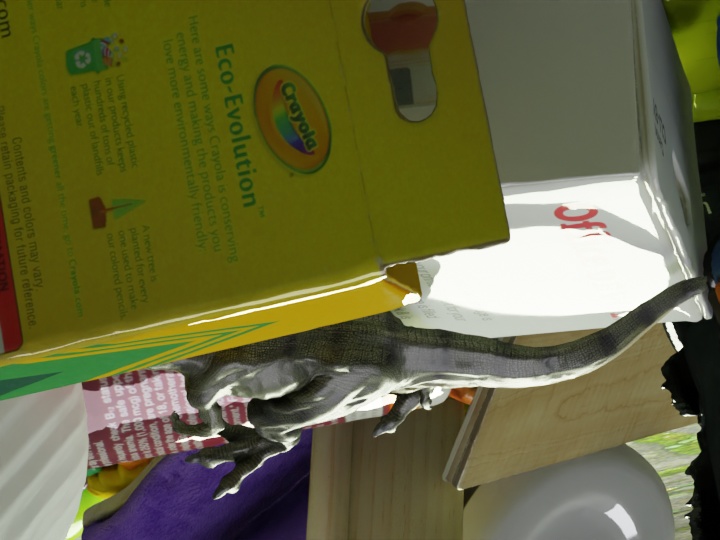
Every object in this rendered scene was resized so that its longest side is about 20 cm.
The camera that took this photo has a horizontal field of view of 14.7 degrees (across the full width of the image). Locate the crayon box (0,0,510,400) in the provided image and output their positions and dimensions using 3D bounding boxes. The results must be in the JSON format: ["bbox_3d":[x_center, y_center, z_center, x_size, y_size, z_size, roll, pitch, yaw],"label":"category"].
[{"bbox_3d":[-0.064,-0.040,0.721,0.198,0.128,0.051,-12,169,11],"label":"crayon box"}]

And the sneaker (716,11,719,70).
[{"bbox_3d":[0.146,-0.078,0.757,0.104,0.076,0.200,-16,146,8],"label":"sneaker"}]

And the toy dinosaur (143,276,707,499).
[{"bbox_3d":[-0.006,0.028,0.807,0.198,0.048,0.088,0,156,-13],"label":"toy dinosaur"}]

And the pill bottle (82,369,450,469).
[{"bbox_3d":[-0.074,0.008,0.972,0.198,0.115,0.114,-10,168,-3],"label":"pill bottle"}]

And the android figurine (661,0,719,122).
[{"bbox_3d":[0.149,-0.090,0.893,0.198,0.041,0.182,-8,168,-3],"label":"android figurine"}]

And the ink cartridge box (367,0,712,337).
[{"bbox_3d":[-0.003,-0.033,0.824,0.198,0.084,0.145,-5,162,12],"label":"ink cartridge box"}]

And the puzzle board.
[{"bbox_3d":[0.117,0.003,1.082,0.199,0.017,0.152,-11,128,-49],"label":"puzzle board"}]

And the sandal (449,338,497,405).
[{"bbox_3d":[0.003,0.001,1.086,0.206,0.060,0.079,27,177,-24],"label":"sandal"}]

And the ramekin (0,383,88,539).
[{"bbox_3d":[-0.182,0.051,0.876,0.199,0.201,0.098,-18,-164,32],"label":"ramekin"}]

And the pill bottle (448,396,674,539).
[{"bbox_3d":[0.036,0.093,1.207,0.112,0.113,0.200,-3,-160,-32],"label":"pill bottle"}]

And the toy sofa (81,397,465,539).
[{"bbox_3d":[-0.042,0.114,1.111,0.097,0.083,0.200,15,148,-21],"label":"toy sofa"}]

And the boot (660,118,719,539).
[{"bbox_3d":[0.156,0.059,1.005,0.076,0.169,0.200,-22,147,14],"label":"boot"}]

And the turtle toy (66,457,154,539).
[{"bbox_3d":[-0.107,0.059,1.215,0.145,0.102,0.199,0,164,-42],"label":"turtle toy"}]

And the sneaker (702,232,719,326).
[{"bbox_3d":[0.165,-0.009,0.880,0.078,0.076,0.200,-18,-164,20],"label":"sneaker"}]
